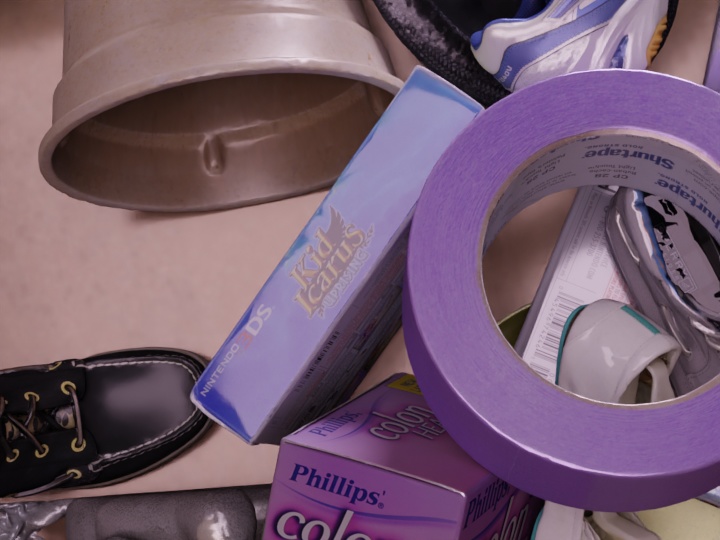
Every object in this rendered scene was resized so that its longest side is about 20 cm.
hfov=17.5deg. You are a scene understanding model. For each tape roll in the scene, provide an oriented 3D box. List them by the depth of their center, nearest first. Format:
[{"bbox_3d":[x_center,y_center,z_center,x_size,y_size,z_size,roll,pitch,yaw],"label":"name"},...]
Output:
[{"bbox_3d":[0.120,0.009,1.097,0.200,0.066,0.200,1,70,-2],"label":"tape roll"}]

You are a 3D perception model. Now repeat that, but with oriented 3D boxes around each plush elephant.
[{"bbox_3d":[-0.110,0.194,1.227,0.200,0.165,0.155,-5,85,17],"label":"plush elephant"}]

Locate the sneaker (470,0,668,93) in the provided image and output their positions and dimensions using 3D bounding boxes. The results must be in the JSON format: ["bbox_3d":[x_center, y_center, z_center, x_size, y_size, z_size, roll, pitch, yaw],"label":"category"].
[{"bbox_3d":[0.127,-0.172,1.185,0.088,0.075,0.200,30,74,-12],"label":"sneaker"}]

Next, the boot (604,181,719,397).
[{"bbox_3d":[0.184,0.036,1.178,0.074,0.096,0.200,-32,80,-1],"label":"boot"}]

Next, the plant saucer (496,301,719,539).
[{"bbox_3d":[0.133,0.110,1.266,0.200,0.031,0.200,-1,85,8],"label":"plant saucer"}]

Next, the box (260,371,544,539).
[{"bbox_3d":[0.016,0.171,1.175,0.097,0.176,0.200,14,102,17],"label":"box"}]

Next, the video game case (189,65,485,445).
[{"bbox_3d":[0.000,0.000,1.216,0.045,0.181,0.200,35,90,11],"label":"video game case"}]

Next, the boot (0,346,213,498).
[{"bbox_3d":[-0.184,0.085,1.245,0.203,0.154,0.074,-12,84,6],"label":"boot"}]

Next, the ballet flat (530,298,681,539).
[{"bbox_3d":[0.126,0.115,1.187,0.069,0.069,0.200,8,107,8],"label":"ballet flat"}]

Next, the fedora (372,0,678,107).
[{"bbox_3d":[0.072,-0.173,1.257,0.200,0.092,0.201,2,83,-17],"label":"fedora"}]

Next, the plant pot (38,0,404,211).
[{"bbox_3d":[-0.081,-0.151,1.246,0.200,0.200,0.184,-11,73,6],"label":"plant pot"}]

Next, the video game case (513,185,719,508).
[{"bbox_3d":[0.189,0.018,1.242,0.182,0.024,0.200,22,83,8],"label":"video game case"}]

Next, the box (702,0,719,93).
[{"bbox_3d":[0.242,-0.171,1.208,0.097,0.124,0.200,11,74,6],"label":"box"}]
